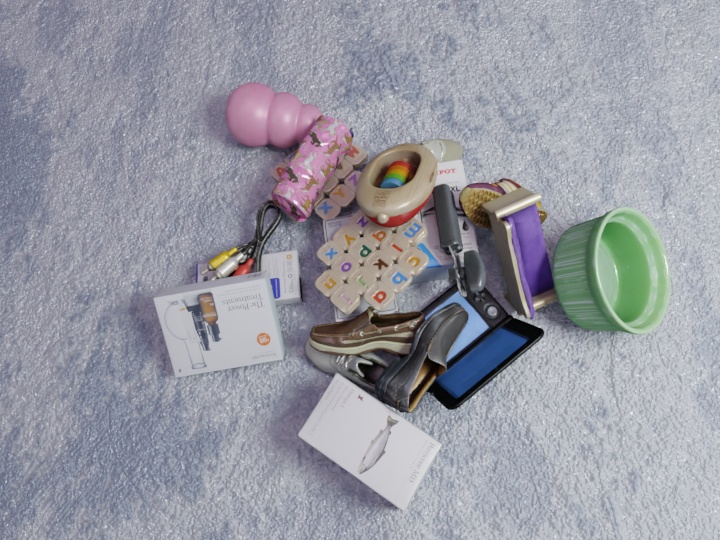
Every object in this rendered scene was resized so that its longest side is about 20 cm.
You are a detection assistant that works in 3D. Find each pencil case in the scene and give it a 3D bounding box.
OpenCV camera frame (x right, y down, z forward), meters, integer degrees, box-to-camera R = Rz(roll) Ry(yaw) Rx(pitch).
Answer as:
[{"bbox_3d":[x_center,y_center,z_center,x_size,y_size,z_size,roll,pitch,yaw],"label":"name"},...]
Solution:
[{"bbox_3d":[-0.089,-0.191,1.079,0.086,0.083,0.202,28,72,8],"label":"pencil case"}]

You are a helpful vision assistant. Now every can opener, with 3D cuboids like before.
[{"bbox_3d":[0.163,-0.051,0.969,0.066,0.053,0.203,-17,68,16],"label":"can opener"}]

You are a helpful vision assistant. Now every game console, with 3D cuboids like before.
[{"bbox_3d":[0.170,0.110,0.966,0.199,0.117,0.177,-36,71,-8],"label":"game console"}]

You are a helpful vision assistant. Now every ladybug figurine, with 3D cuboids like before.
[{"bbox_3d":[0.063,-0.140,0.978,0.134,0.073,0.201,6,45,24],"label":"ladybug figurine"}]

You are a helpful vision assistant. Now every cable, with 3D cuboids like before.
[{"bbox_3d":[-0.198,-0.042,1.061,0.096,0.050,0.201,32,77,15],"label":"cable"}]

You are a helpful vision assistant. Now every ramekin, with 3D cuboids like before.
[{"bbox_3d":[0.407,0.005,0.945,0.197,0.097,0.204,6,79,-32],"label":"ramekin"}]

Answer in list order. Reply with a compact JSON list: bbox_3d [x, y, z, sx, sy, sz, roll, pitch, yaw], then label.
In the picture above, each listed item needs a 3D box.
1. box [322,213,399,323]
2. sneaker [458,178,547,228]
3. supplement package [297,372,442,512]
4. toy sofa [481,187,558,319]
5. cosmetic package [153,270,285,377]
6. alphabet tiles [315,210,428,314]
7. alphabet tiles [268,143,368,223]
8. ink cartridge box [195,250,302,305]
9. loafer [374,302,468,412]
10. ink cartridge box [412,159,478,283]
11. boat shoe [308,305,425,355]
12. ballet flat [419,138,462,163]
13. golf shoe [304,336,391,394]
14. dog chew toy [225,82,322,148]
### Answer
[{"bbox_3d":[0.000,0.000,1.051,0.115,0.060,0.203,-11,67,2],"label":"box"},{"bbox_3d":[0.242,-0.126,1.030,0.198,0.075,0.091,13,39,-34],"label":"sneaker"},{"bbox_3d":[0.017,0.274,0.923,0.198,0.118,0.118,30,75,15],"label":"supplement package"},{"bbox_3d":[0.275,-0.026,0.958,0.082,0.202,0.098,-22,25,-3],"label":"toy sofa"},{"bbox_3d":[-0.243,0.095,1.012,0.197,0.052,0.153,-10,108,3],"label":"cosmetic package"},{"bbox_3d":[0.017,-0.021,0.977,0.200,0.015,0.195,-45,48,-8],"label":"alphabet tiles"},{"bbox_3d":[-0.082,-0.184,1.132,0.200,0.015,0.195,-44,59,-9],"label":"alphabet tiles"},{"bbox_3d":[-0.209,0.023,1.082,0.197,0.037,0.096,-7,69,1],"label":"ink cartridge box"},{"bbox_3d":[0.112,0.139,0.902,0.201,0.073,0.072,-51,38,-11],"label":"loafer"},{"bbox_3d":[0.130,-0.089,1.060,0.144,0.084,0.203,-8,70,3],"label":"ink cartridge box"},{"bbox_3d":[0.013,0.093,0.960,0.199,0.075,0.076,-1,111,0],"label":"boat shoe"},{"bbox_3d":[0.108,-0.214,1.117,0.197,0.070,0.070,-22,69,-2],"label":"ballet flat"},{"bbox_3d":[-0.011,0.152,0.982,0.198,0.097,0.079,22,75,15],"label":"golf shoe"},{"bbox_3d":[-0.165,-0.301,1.152,0.197,0.125,0.126,12,71,4],"label":"dog chew toy"}]
